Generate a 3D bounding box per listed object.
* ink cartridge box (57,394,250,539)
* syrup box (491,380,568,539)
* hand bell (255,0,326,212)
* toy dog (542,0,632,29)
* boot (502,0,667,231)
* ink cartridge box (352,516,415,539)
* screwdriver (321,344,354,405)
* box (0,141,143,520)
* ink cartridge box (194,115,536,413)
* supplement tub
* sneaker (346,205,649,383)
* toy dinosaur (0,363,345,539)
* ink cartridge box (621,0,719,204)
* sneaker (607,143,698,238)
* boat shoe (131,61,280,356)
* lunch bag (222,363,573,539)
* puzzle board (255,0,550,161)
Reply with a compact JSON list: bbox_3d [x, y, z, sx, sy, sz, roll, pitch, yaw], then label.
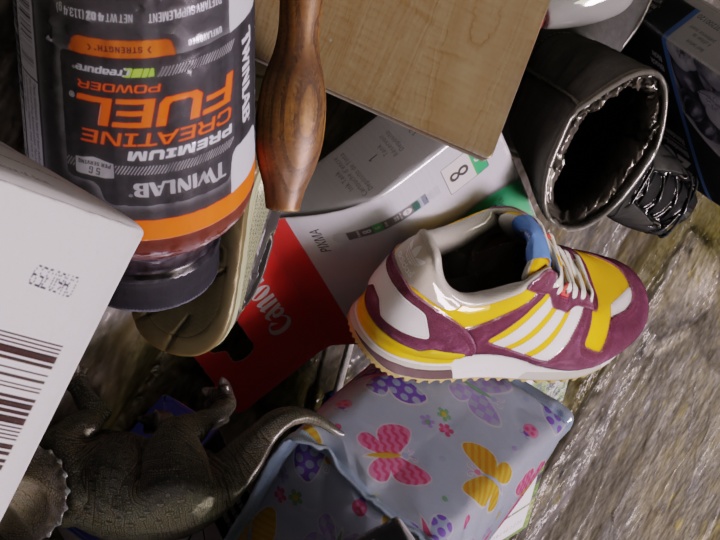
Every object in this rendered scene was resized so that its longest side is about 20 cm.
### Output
[{"bbox_3d":[-0.099,0.164,1.263,0.094,0.044,0.200,-49,149,-20],"label":"ink cartridge box"},{"bbox_3d":[0.078,0.079,1.434,0.079,0.081,0.201,-24,133,-50],"label":"syrup box"},{"bbox_3d":[-0.026,-0.127,1.026,0.104,0.104,0.201,-7,105,-56],"label":"hand bell"},{"bbox_3d":[0.050,-0.157,1.154,0.200,0.132,0.097,-33,127,-45],"label":"toy dog"},{"bbox_3d":[0.133,-0.121,1.264,0.200,0.072,0.182,-102,-145,-81],"label":"boot"},{"bbox_3d":[-0.035,0.218,1.110,0.198,0.043,0.200,-28,146,-1],"label":"ink cartridge box"},{"bbox_3d":[-0.011,0.059,1.329,0.029,0.028,0.201,-68,174,-63],"label":"screwdriver"},{"bbox_3d":[-0.221,0.025,0.866,0.200,0.131,0.199,21,97,-60],"label":"box"},{"bbox_3d":[0.000,0.000,1.214,0.200,0.050,0.161,-40,150,-6],"label":"ink cartridge box"},{"bbox_3d":[-0.098,-0.080,0.997,0.107,0.107,0.200,-37,142,-37],"label":"supplement tub"},{"bbox_3d":[0.093,0.009,1.206,0.200,0.075,0.090,-7,146,-38],"label":"sneaker"},{"bbox_3d":[-0.110,0.101,1.105,0.102,0.199,0.077,-90,-171,-46],"label":"toy dinosaur"},{"bbox_3d":[0.241,-0.073,1.403,0.043,0.198,0.200,-36,133,-11],"label":"ink cartridge box"},{"bbox_3d":[0.169,-0.061,1.386,0.076,0.091,0.200,-55,177,8],"label":"sneaker"},{"bbox_3d":[-0.067,-0.059,1.110,0.066,0.072,0.202,-24,127,-80],"label":"boat shoe"},{"bbox_3d":[0.005,0.146,1.236,0.170,0.127,0.200,-37,165,-51],"label":"lunch bag"},{"bbox_3d":[0.029,-0.173,1.082,0.201,0.150,0.017,-69,-167,-9],"label":"puzzle board"}]
